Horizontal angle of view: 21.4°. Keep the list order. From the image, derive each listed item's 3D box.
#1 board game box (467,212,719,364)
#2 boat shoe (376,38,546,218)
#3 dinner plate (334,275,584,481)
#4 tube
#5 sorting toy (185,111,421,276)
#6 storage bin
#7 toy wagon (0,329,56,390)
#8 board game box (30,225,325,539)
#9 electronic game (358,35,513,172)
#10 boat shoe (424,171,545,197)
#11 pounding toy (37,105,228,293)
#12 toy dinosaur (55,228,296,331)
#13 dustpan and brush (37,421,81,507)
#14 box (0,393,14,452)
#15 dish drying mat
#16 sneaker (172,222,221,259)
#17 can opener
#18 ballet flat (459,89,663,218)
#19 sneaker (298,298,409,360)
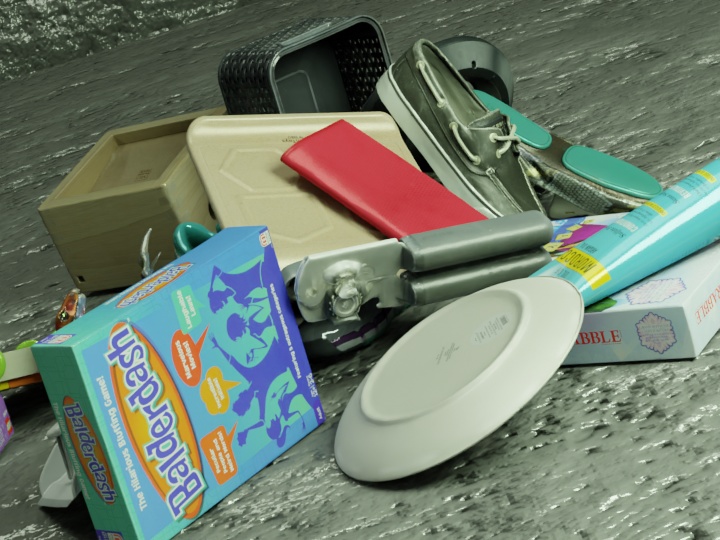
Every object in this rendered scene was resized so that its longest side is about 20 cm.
[{"bbox_3d":[0.187,0.009,1.392,0.198,0.042,0.200,-6,21,34],"label":"board game box"},{"bbox_3d":[0.096,-0.103,1.579,0.064,0.200,0.071,-43,-4,32],"label":"boat shoe"},{"bbox_3d":[0.060,0.064,1.272,0.199,0.024,0.201,-30,22,13],"label":"dinner plate"},{"bbox_3d":[0.192,-0.017,1.329,0.199,0.051,0.077,-29,13,-10],"label":"tube"},{"bbox_3d":[-0.031,-0.053,1.494,0.183,0.037,0.201,-3,40,-18],"label":"sorting toy"},{"bbox_3d":[-0.034,-0.125,1.769,0.135,0.202,0.093,-27,20,-32],"label":"storage bin"},{"bbox_3d":[-0.272,0.075,1.592,0.198,0.040,0.155,-12,-2,-22],"label":"toy wagon"},{"bbox_3d":[-0.117,0.078,1.284,0.045,0.154,0.200,-2,23,41],"label":"board game box"},{"bbox_3d":[0.061,-0.120,1.709,0.199,0.201,0.042,-27,50,-29],"label":"electronic game"},{"bbox_3d":[0.090,-0.059,1.687,0.199,0.063,0.074,-11,6,-40],"label":"boat shoe"},{"bbox_3d":[-0.177,-0.067,1.901,0.182,0.143,0.200,-9,29,29],"label":"pounding toy"},{"bbox_3d":[-0.146,0.023,1.486,0.180,0.106,0.200,-29,11,-16],"label":"toy dinosaur"},{"bbox_3d":[-0.163,0.075,1.340,0.200,0.057,0.139,-45,9,-18],"label":"dustpan and brush"},{"bbox_3d":[-0.384,0.159,1.491,0.198,0.039,0.137,-14,15,9],"label":"box"},{"bbox_3d":[0.032,-0.051,1.463,0.199,0.018,0.076,36,44,28],"label":"dish drying mat"},{"bbox_3d":[-0.100,-0.008,1.675,0.199,0.080,0.077,1,24,45],"label":"sneaker"},{"bbox_3d":[0.039,-0.009,1.367,0.198,0.054,0.067,-12,29,-20],"label":"can opener"},{"bbox_3d":[0.164,-0.085,1.638,0.199,0.073,0.072,28,31,12],"label":"ballet flat"},{"bbox_3d":[0.000,0.000,1.531,0.074,0.088,0.200,-3,21,39],"label":"sneaker"}]
